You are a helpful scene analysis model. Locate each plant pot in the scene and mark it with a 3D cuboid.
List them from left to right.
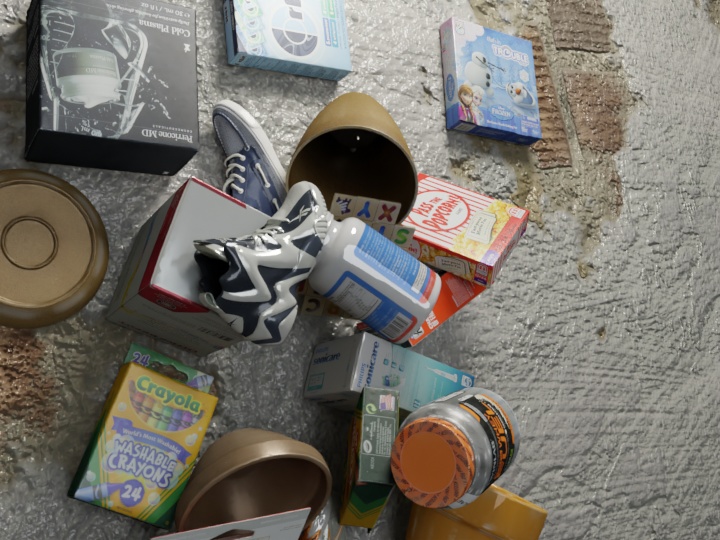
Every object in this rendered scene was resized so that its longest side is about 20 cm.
[{"bbox_3d":[-0.406,-0.031,0.930,0.198,0.027,0.203,8,75,-31],"label":"plant pot"},{"bbox_3d":[-0.142,0.267,0.959,0.198,0.203,0.093,2,36,-31],"label":"plant pot"},{"bbox_3d":[-0.012,-0.176,1.121,0.185,0.186,0.201,31,32,-22],"label":"plant pot"},{"bbox_3d":[0.142,0.390,1.088,0.199,0.200,0.185,28,81,-23],"label":"plant pot"}]

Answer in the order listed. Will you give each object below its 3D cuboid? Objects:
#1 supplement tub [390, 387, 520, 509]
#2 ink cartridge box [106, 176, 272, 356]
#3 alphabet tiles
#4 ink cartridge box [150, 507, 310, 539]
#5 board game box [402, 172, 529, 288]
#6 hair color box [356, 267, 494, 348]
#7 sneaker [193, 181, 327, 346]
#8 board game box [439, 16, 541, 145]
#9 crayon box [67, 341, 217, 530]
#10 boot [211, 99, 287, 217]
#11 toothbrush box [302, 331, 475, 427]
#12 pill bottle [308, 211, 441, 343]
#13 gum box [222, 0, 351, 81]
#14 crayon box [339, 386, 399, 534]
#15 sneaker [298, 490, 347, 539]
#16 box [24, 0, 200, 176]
[{"bbox_3d":[0.117,0.215,0.927,0.199,0.121,0.124,0,76,-65],"label":"supplement tub"},{"bbox_3d":[-0.205,0.005,0.945,0.144,0.199,0.147,26,64,-25],"label":"ink cartridge box"},{"bbox_3d":[-0.016,-0.015,1.087,0.164,0.202,0.006,7,31,-19],"label":"alphabet tiles"},{"bbox_3d":[-0.173,0.341,0.907,0.197,0.175,0.044,-1,36,-31],"label":"ink cartridge box"},{"bbox_3d":[0.143,-0.067,1.187,0.198,0.047,0.152,22,47,21],"label":"board game box"},{"bbox_3d":[0.102,0.050,1.179,0.199,0.111,0.064,-35,96,-34],"label":"hair color box"},{"bbox_3d":[-0.118,-0.030,0.839,0.129,0.079,0.202,31,71,-34],"label":"sneaker"},{"bbox_3d":[0.241,-0.346,1.402,0.197,0.043,0.202,5,75,-31],"label":"board game box"},{"bbox_3d":[-0.263,0.203,0.949,0.125,0.051,0.202,28,65,-24],"label":"crayon box"},{"bbox_3d":[-0.165,-0.139,1.078,0.090,0.072,0.201,-43,103,-38],"label":"boot"},{"bbox_3d":[0.040,0.167,1.091,0.198,0.146,0.086,25,66,-25],"label":"toothbrush box"},{"bbox_3d":[0.000,0.000,1.013,0.199,0.112,0.113,35,62,-11],"label":"pill bottle"},{"bbox_3d":[-0.116,-0.397,1.189,0.198,0.044,0.173,-1,79,-33],"label":"gum box"},{"bbox_3d":[0.008,0.258,1.007,0.050,0.201,0.128,7,53,-5],"label":"crayon box"},{"bbox_3d":[-0.056,0.396,1.022,0.091,0.075,0.202,30,65,-27],"label":"sneaker"},{"bbox_3d":[-0.320,-0.241,0.979,0.197,0.123,0.200,2,79,-32],"label":"box"}]
